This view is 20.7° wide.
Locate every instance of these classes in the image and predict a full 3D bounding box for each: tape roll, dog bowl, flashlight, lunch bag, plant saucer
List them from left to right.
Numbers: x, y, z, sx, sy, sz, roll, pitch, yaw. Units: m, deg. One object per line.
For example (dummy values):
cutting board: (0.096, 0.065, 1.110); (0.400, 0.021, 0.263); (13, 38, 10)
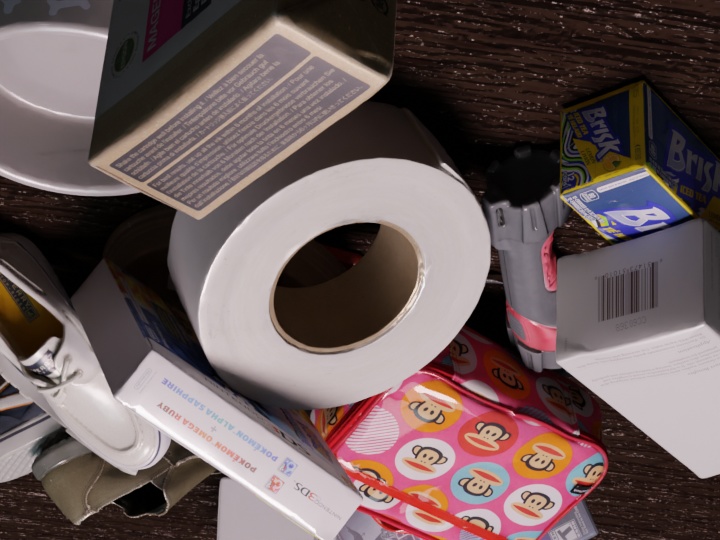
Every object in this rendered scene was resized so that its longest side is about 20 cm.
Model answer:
dog bowl: (-0.172, -0.116, 1.197); (0.199, 0.059, 0.200); (3, 149, 2)
plant saucer: (-0.094, 0.028, 1.411); (0.199, 0.030, 0.201); (11, 140, 9)
tape roll: (-0.019, -0.009, 1.261); (0.201, 0.071, 0.203); (-13, 131, -16)
lunch bag: (0.063, 0.133, 1.444); (0.199, 0.082, 0.176); (26, 125, -23)
flashlight: (0.126, -0.008, 1.346); (0.068, 0.068, 0.200); (2, 144, 11)

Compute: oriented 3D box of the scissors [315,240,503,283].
scissors: (0.000, 0.000, 1.416); (0.199, 0.014, 0.073); (13, 145, -17)

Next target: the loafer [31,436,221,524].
loafer: (-0.166, 0.162, 1.544); (0.199, 0.070, 0.075); (-6, 158, -43)

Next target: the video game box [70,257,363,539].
video game box: (-0.100, 0.084, 1.322); (0.182, 0.200, 0.047); (40, 93, -24)

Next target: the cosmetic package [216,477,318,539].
cosmetic package: (-0.021, 0.239, 1.642); (0.198, 0.124, 0.200); (2, 169, -3)

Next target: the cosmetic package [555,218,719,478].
cosmetic package: (0.224, 0.056, 1.285); (0.112, 0.082, 0.200); (-15, 145, 32)

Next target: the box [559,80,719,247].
box: (0.206, -0.038, 1.276); (0.064, 0.070, 0.200); (-19, 142, 32)

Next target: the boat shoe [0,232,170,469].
boat shoe: (-0.211, 0.061, 1.375); (0.071, 0.200, 0.070); (-36, 180, 18)

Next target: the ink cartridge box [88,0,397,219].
ink cartridge box: (-0.055, -0.152, 0.992); (0.075, 0.201, 0.165); (25, 142, -31)

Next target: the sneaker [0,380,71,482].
sneaker: (-0.215, 0.089, 1.528); (0.199, 0.080, 0.079); (-22, 155, -5)

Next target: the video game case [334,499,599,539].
video game case: (0.069, 0.186, 1.529); (0.199, 0.143, 0.019); (-26, -173, -8)

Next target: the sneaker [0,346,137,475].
sneaker: (-0.222, 0.064, 1.459); (0.200, 0.081, 0.076); (38, 174, 3)

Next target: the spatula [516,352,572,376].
spatula: (0.102, 0.060, 1.493); (0.199, 0.021, 0.057); (14, 146, -18)

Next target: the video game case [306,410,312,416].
video game case: (-0.030, 0.103, 1.575); (0.181, 0.023, 0.200); (23, 144, -30)
